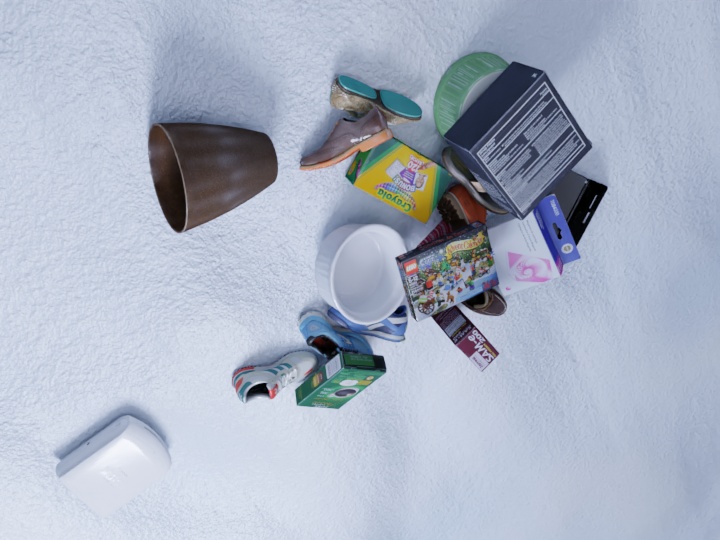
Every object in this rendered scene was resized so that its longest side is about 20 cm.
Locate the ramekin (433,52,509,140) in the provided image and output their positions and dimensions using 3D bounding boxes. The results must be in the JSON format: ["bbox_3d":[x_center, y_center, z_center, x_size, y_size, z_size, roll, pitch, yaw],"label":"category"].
[{"bbox_3d":[0.253,-0.325,1.454,0.195,0.098,0.205,-9,118,-17],"label":"ramekin"}]

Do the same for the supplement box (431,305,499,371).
[{"bbox_3d":[0.215,0.125,1.601,0.061,0.200,0.109,-43,123,4],"label":"supplement box"}]

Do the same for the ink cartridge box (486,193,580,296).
[{"bbox_3d":[0.376,-0.052,1.628,0.196,0.044,0.198,-21,124,21],"label":"ink cartridge box"}]

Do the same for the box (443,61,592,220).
[{"bbox_3d":[0.299,-0.248,1.378,0.200,0.123,0.198,-45,123,2],"label":"box"}]

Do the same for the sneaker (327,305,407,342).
[{"bbox_3d":[0.019,0.098,1.589,0.196,0.074,0.084,14,100,-26],"label":"sneaker"}]

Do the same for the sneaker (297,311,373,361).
[{"bbox_3d":[-0.053,0.171,1.577,0.197,0.091,0.079,28,116,-28],"label":"sneaker"}]

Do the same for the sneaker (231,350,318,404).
[{"bbox_3d":[-0.177,0.240,1.565,0.195,0.094,0.072,-14,120,-15],"label":"sneaker"}]

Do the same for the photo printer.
[{"bbox_3d":[-0.511,0.410,1.530,0.198,0.070,0.168,-34,122,-3],"label":"photo printer"}]

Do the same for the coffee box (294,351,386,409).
[{"bbox_3d":[-0.047,0.243,1.585,0.121,0.045,0.200,9,143,-34],"label":"coffee box"}]

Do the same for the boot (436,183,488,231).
[{"bbox_3d":[0.249,-0.098,1.556,0.107,0.074,0.203,-37,108,-29],"label":"boot"}]

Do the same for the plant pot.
[{"bbox_3d":[-0.254,-0.184,1.293,0.196,0.186,0.191,-18,122,-29],"label":"plant pot"}]

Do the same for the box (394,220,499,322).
[{"bbox_3d":[0.179,0.001,1.477,0.196,0.038,0.139,-24,114,-11],"label":"box"}]

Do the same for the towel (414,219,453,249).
[{"bbox_3d":[0.168,-0.012,1.553,0.200,0.022,0.147,-45,123,-38],"label":"towel"}]

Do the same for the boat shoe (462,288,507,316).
[{"bbox_3d":[0.271,0.066,1.670,0.198,0.072,0.073,29,103,-30],"label":"boat shoe"}]

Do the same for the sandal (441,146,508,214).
[{"bbox_3d":[0.250,-0.191,1.497,0.199,0.082,0.054,43,128,-15],"label":"sandal"}]

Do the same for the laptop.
[{"bbox_3d":[0.459,-0.148,1.677,0.198,0.103,0.180,4,117,-51],"label":"laptop"}]

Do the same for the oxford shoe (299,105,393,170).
[{"bbox_3d":[-0.036,-0.249,1.383,0.196,0.071,0.074,-21,100,16],"label":"oxford shoe"}]

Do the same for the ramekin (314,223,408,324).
[{"bbox_3d":[0.000,0.000,1.487,0.196,0.097,0.206,-8,104,-32],"label":"ramekin"}]

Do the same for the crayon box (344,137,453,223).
[{"bbox_3d":[0.080,-0.194,1.474,0.197,0.058,0.120,24,104,-29],"label":"crayon box"}]

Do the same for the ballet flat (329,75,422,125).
[{"bbox_3d":[0.026,-0.318,1.399,0.196,0.072,0.066,16,135,-25],"label":"ballet flat"}]
